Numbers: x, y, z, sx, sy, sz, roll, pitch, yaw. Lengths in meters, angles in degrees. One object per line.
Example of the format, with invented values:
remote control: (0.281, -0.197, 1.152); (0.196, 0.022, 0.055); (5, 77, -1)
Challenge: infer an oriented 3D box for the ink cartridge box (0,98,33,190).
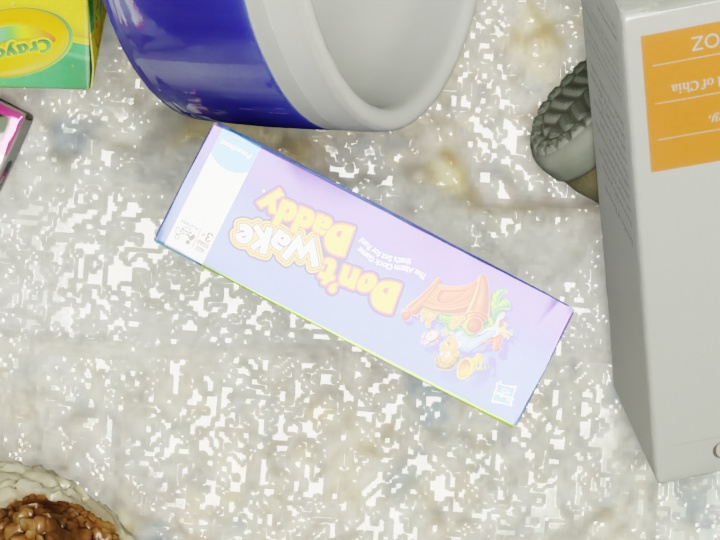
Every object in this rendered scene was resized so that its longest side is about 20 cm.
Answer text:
ink cartridge box: (-0.213, 0.008, 1.045); (0.094, 0.037, 0.201); (26, 92, -1)

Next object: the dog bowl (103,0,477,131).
dog bowl: (-0.021, -0.151, 0.959); (0.078, 0.200, 0.202); (3, 90, 22)

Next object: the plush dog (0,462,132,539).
plush dog: (-0.104, 0.149, 0.990); (0.160, 0.200, 0.172); (-36, 102, -34)

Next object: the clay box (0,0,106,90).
clay box: (-0.168, -0.111, 1.002); (0.198, 0.115, 0.048); (2, 119, -1)

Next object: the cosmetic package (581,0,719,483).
cosmetic package: (0.141, -0.029, 0.985); (0.101, 0.071, 0.201); (-11, 123, -4)

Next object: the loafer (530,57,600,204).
loafer: (0.158, -0.092, 1.040); (0.200, 0.075, 0.070); (-40, 114, 9)

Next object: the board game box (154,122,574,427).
board game box: (0.000, 0.000, 0.965); (0.134, 0.200, 0.045); (28, 90, -1)
